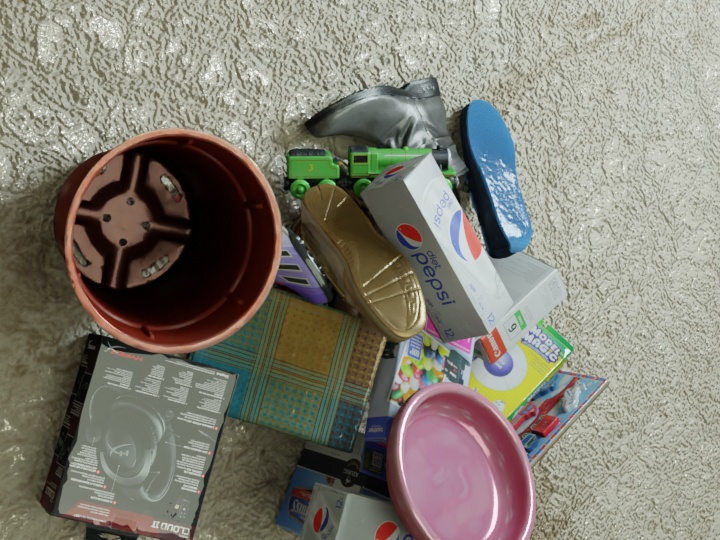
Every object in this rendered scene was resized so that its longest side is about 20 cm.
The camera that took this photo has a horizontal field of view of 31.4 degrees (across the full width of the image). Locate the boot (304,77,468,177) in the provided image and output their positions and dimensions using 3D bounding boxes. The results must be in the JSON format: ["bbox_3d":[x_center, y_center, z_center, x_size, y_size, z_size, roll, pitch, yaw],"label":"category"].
[{"bbox_3d":[0.038,-0.143,1.471,0.199,0.070,0.132,-17,88,-34],"label":"boot"}]

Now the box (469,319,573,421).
[{"bbox_3d":[0.172,0.117,1.594,0.117,0.048,0.200,41,60,13],"label":"box"}]

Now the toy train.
[{"bbox_3d":[0.011,-0.110,1.422,0.199,0.042,0.057,-2,108,-7],"label":"toy train"}]

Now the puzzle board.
[{"bbox_3d":[0.193,0.186,1.589,0.200,0.150,0.017,-41,117,-27],"label":"puzzle board"}]

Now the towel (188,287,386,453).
[{"bbox_3d":[-0.083,0.098,1.379,0.199,0.022,0.147,18,83,0],"label":"towel"}]

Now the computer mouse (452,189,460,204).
[{"bbox_3d":[0.115,-0.049,1.582,0.059,0.034,0.201,-41,118,-28],"label":"computer mouse"}]

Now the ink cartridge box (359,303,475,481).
[{"bbox_3d":[0.066,0.138,1.410,0.119,0.042,0.201,28,66,-38],"label":"ink cartridge box"}]

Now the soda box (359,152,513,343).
[{"bbox_3d":[0.084,-0.023,1.388,0.063,0.068,0.201,-46,113,-42],"label":"soda box"}]

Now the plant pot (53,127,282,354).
[{"bbox_3d":[-0.200,-0.038,1.222,0.200,0.195,0.202,-4,99,-23],"label":"plant pot"}]

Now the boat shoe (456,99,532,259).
[{"bbox_3d":[0.148,-0.110,1.571,0.084,0.069,0.201,5,66,-29],"label":"boat shoe"}]

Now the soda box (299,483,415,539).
[{"bbox_3d":[0.037,0.282,1.354,0.199,0.063,0.069,21,80,-34],"label":"soda box"}]

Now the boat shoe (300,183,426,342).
[{"bbox_3d":[0.000,0.000,1.375,0.073,0.069,0.200,-21,66,-28],"label":"boat shoe"}]

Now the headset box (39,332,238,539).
[{"bbox_3d":[-0.226,0.179,1.293,0.148,0.077,0.201,17,84,-22],"label":"headset box"}]

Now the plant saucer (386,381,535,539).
[{"bbox_3d":[0.098,0.219,1.340,0.200,0.051,0.202,23,53,-33],"label":"plant saucer"}]

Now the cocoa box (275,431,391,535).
[{"bbox_3d":[0.030,0.276,1.482,0.200,0.133,0.132,30,77,-35],"label":"cocoa box"}]

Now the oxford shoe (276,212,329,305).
[{"bbox_3d":[-0.056,0.020,1.434,0.071,0.071,0.201,21,80,-35],"label":"oxford shoe"}]

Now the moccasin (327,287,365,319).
[{"bbox_3d":[-0.005,0.069,1.449,0.077,0.074,0.203,13,93,0],"label":"moccasin"}]

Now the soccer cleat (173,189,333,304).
[{"bbox_3d":[-0.112,-0.029,1.364,0.073,0.068,0.200,-44,95,-10],"label":"soccer cleat"}]

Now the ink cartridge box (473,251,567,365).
[{"bbox_3d":[0.142,0.059,1.551,0.200,0.109,0.050,-41,128,-15],"label":"ink cartridge box"}]

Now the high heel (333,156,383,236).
[{"bbox_3d":[-0.003,-0.021,1.485,0.142,0.071,0.200,-42,106,-3],"label":"high heel"}]
